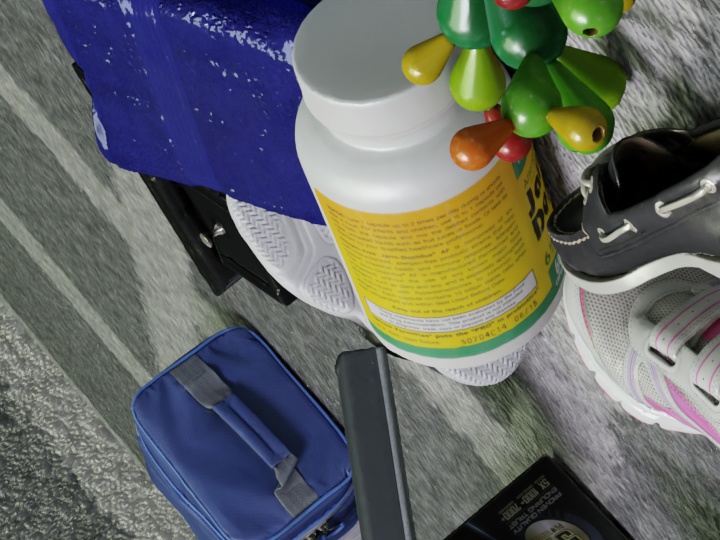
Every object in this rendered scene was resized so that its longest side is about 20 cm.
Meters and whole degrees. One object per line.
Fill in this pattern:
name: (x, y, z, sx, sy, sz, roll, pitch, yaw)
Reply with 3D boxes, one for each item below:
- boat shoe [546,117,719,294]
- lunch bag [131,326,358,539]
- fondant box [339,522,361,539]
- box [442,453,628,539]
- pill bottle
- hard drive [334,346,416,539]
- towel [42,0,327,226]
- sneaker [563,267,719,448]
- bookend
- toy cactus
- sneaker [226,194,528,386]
boat shoe: (0.128, -0.032, 1.248, 0.060, 0.074, 0.200, 46, 167, -17)
lunch bag: (-0.089, 0.157, 2.393, 0.200, 0.136, 0.132, 47, 166, 22)
fondant box: (-0.038, 0.229, 2.589, 0.200, 0.058, 0.144, 41, 163, 38)
box: (0.074, 0.234, 1.883, 0.086, 0.200, 0.164, 47, 166, 20)
pill bottle: (0.032, -0.050, 1.466, 0.113, 0.113, 0.200, 42, 163, 39)
hard drive: (0.015, 0.152, 1.733, 0.140, 0.033, 0.201, 82, 179, -81)
towel: (-0.077, -0.103, 1.593, 0.200, 0.050, 0.148, 18, 141, 37)
sneaker: (0.174, 0.043, 1.315, 0.200, 0.081, 0.088, 39, 162, 20)
bookend: (-0.059, -0.054, 1.819, 0.199, 0.092, 0.200, 34, 158, 54)
toy cactus: (0.054, -0.119, 1.284, 0.165, 0.102, 0.200, 62, 176, 1)
sneaker: (0.000, 0.000, 1.717, 0.200, 0.076, 0.114, 34, 174, -11)
